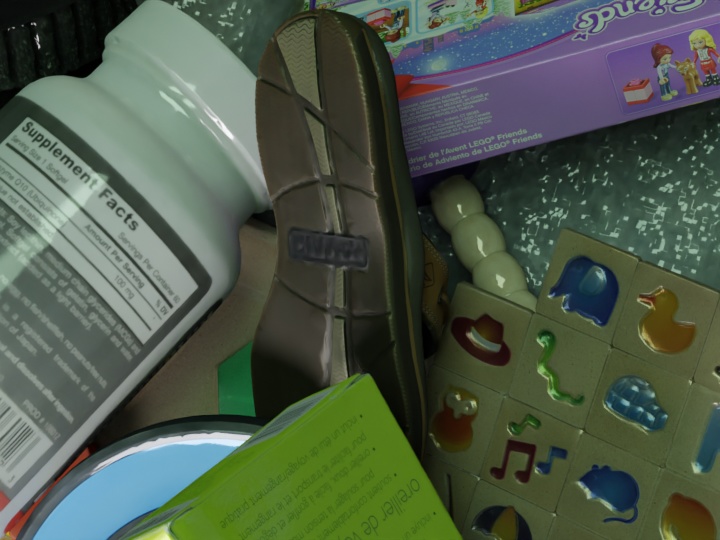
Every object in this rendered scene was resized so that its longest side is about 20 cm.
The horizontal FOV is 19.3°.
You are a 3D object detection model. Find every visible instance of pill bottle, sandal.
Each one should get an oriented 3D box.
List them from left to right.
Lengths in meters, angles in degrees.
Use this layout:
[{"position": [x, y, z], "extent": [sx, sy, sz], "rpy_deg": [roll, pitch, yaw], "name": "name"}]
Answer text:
[{"position": [-0.119, -0.001, 0.823], "extent": [0.116, 0.116, 0.200], "rpy_deg": [38, 77, 22], "name": "pill bottle"}, {"position": [0.000, 0.000, 0.791], "extent": [0.081, 0.054, 0.202], "rpy_deg": [10, 111, 41], "name": "sandal"}]

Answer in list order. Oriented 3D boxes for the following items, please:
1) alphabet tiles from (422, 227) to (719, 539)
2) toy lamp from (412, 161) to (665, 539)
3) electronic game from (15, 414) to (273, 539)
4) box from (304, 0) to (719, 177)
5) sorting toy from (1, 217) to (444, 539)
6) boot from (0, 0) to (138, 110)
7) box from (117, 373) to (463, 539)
[{"position": [0.105, 0.086, 0.765], "extent": [0.199, 0.008, 0.169], "rpy_deg": [23, 104, 27], "name": "alphabet tiles"}, {"position": [0.069, 0.030, 0.825], "extent": [0.058, 0.058, 0.201], "rpy_deg": [-32, 70, 6], "name": "toy lamp"}, {"position": [-0.047, 0.153, 0.799], "extent": [0.198, 0.042, 0.202], "rpy_deg": [3, 102, 13], "name": "electronic game"}, {"position": [0.074, -0.106, 0.836], "extent": [0.198, 0.039, 0.137], "rpy_deg": [-14, 38, 13], "name": "box"}, {"position": [-0.081, 0.071, 0.870], "extent": [0.184, 0.036, 0.201], "rpy_deg": [22, 83, 20], "name": "sorting toy"}, {"position": [-0.182, -0.084, 0.855], "extent": [0.211, 0.158, 0.079], "rpy_deg": [-37, 51, -13], "name": "boot"}, {"position": [0.008, 0.149, 0.708], "extent": [0.047, 0.122, 0.201], "rpy_deg": [-27, 95, 38], "name": "box"}]
